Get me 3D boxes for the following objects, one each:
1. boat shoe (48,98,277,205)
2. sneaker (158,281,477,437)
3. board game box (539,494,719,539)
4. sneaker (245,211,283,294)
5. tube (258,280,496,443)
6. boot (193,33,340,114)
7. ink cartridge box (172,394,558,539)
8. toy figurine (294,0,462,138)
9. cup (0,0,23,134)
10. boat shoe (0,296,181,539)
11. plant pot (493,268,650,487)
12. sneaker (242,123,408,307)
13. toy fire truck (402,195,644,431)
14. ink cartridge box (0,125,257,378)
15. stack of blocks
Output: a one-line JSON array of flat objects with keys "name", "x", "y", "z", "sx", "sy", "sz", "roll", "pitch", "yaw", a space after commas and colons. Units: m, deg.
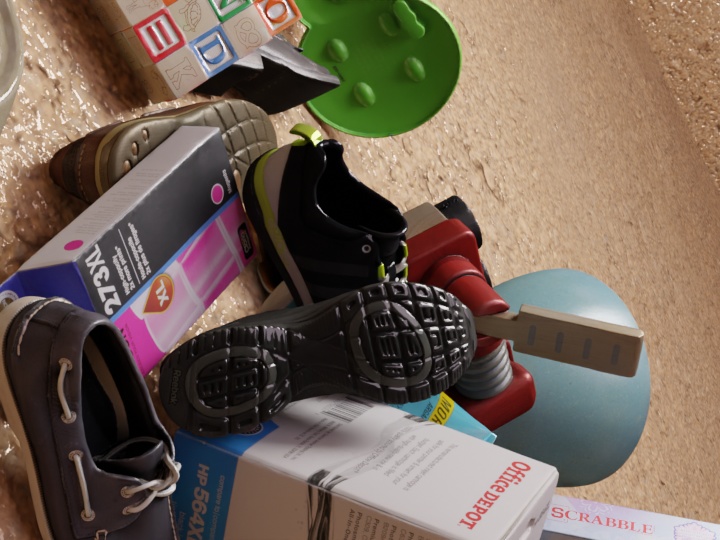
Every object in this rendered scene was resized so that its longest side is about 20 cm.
[{"name": "boat shoe", "x": -0.125, "y": -0.078, "z": 0.819, "sx": 0.200, "sy": 0.067, "sz": 0.072, "roll": -18, "pitch": 111, "yaw": -60}, {"name": "sneaker", "x": -0.028, "y": 0.045, "z": 0.738, "sx": 0.091, "sy": 0.200, "sz": 0.076, "roll": -167, "pitch": -109, "yaw": -72}, {"name": "board game box", "x": 0.142, "y": 0.247, "z": 0.856, "sx": 0.041, "sy": 0.199, "sz": 0.200, "roll": -65, "pitch": 162, "yaw": -57}, {"name": "sneaker", "x": -0.037, "y": 0.005, "z": 0.961, "sx": 0.085, "sy": 0.073, "sz": 0.200, "roll": -53, "pitch": 133, "yaw": -22}, {"name": "tube", "x": 0.014, "y": 0.083, "z": 0.852, "sx": 0.200, "sy": 0.050, "sz": 0.077, "roll": 45, "pitch": 63, "yaw": -18}, {"name": "boot", "x": -0.097, "y": -0.226, "z": 0.994, "sx": 0.200, "sy": 0.069, "sz": 0.174, "roll": 6, "pitch": 66, "yaw": -59}, {"name": "ink cartridge box", "x": 0.002, "y": 0.144, "z": 0.743, "sx": 0.146, "sy": 0.200, "sz": 0.084, "roll": -23, "pitch": 128, "yaw": -64}, {"name": "toy figurine", "x": -0.003, "y": -0.254, "z": 1.140, "sx": 0.200, "sy": 0.150, "sz": 0.184, "roll": 54, "pitch": 18, "yaw": -36}, {"name": "cup", "x": -0.236, "y": -0.090, "z": 0.538, "sx": 0.200, "sy": 0.143, "sz": 0.201, "roll": 42, "pitch": 36, "yaw": -41}, {"name": "boat shoe", "x": -0.130, "y": 0.106, "z": 0.642, "sx": 0.073, "sy": 0.063, "sz": 0.200, "roll": -44, "pitch": 125, "yaw": -47}, {"name": "plant pot", "x": 0.136, "y": 0.099, "z": 1.085, "sx": 0.135, "sy": 0.200, "sz": 0.200, "roll": -1, "pitch": 70, "yaw": -38}, {"name": "sneaker", "x": 0.000, "y": 0.000, "z": 0.778, "sx": 0.200, "sy": 0.083, "sz": 0.072, "roll": 55, "pitch": 43, "yaw": -16}, {"name": "toy fire truck", "x": 0.102, "y": 0.056, "z": 0.901, "sx": 0.200, "sy": 0.129, "sz": 0.176, "roll": 48, "pitch": -20, "yaw": 50}, {"name": "ink cartridge box", "x": -0.132, "y": 0.003, "z": 0.712, "sx": 0.200, "sy": 0.037, "sz": 0.095, "roll": -50, "pitch": 136, "yaw": -44}, {"name": "stack of blocks", "x": -0.144, "y": -0.232, "z": 0.851, "sx": 0.115, "sy": 0.059, "sz": 0.200, "roll": -37, "pitch": 108, "yaw": -19}]
